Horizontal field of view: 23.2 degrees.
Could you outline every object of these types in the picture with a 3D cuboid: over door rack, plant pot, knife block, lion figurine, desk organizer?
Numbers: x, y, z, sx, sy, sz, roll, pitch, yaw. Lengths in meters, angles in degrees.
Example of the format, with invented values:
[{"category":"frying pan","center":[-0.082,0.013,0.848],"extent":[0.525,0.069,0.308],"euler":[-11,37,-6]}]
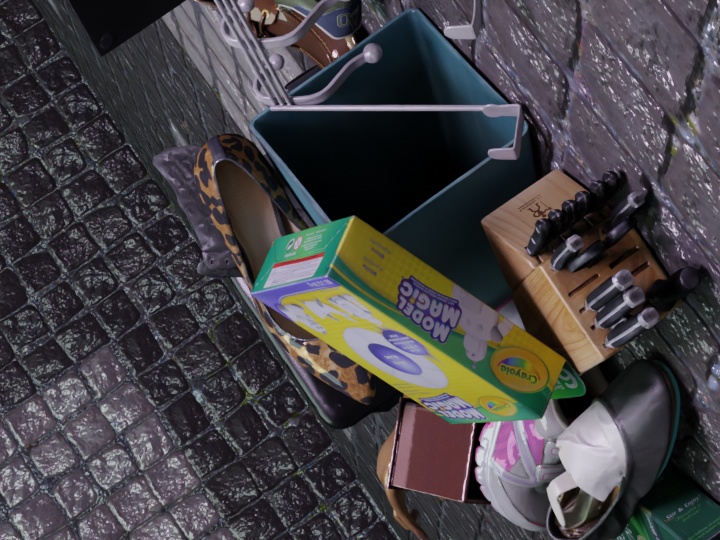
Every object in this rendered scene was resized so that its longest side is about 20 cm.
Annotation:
[{"category":"over door rack","center":[0.005,-0.147,1.089],"extent":[0.198,0.067,0.148],"euler":[14,158,24]},{"category":"plant pot","center":[0.040,-0.042,1.222],"extent":[0.142,0.141,0.201],"euler":[50,171,35]},{"category":"knife block","center":[0.153,0.024,1.069],"extent":[0.176,0.064,0.201],"euler":[47,166,50]},{"category":"lion figurine","center":[0.050,0.121,1.426],"extent":[0.122,0.072,0.202],"euler":[42,-130,-51]},{"category":"desk organizer","center":[0.116,0.150,1.407],"extent":[0.076,0.073,0.199],"euler":[8,178,41]}]

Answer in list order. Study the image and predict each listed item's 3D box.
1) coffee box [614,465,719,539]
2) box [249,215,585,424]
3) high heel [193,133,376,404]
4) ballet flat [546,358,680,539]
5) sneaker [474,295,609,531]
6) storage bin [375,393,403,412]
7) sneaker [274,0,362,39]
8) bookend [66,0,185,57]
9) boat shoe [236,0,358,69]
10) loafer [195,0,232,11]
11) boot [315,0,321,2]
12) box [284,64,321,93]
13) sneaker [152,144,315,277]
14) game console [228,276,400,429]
[{"category":"coffee box","center":[0.229,0.196,1.312],"extent":[0.124,0.044,0.200],"euler":[63,169,-28]},{"category":"box","center":[0.039,0.042,1.109],"extent":[0.199,0.049,0.117],"euler":[31,161,-21]},{"category":"high heel","center":[-0.051,0.002,1.199],"extent":[0.201,0.071,0.143],"euler":[59,-178,10]},{"category":"ballet flat","center":[0.168,0.137,1.210],"extent":[0.201,0.068,0.068],"euler":[97,150,-52]},{"category":"sneaker","center":[0.140,0.116,1.289],"extent":[0.088,0.081,0.202],"euler":[24,133,37]},{"category":"storage bin","center":[-0.001,0.056,1.680],"extent":[0.136,0.093,0.200],"euler":[55,-167,13]},{"category":"sneaker","center":[-0.060,-0.233,1.300],"extent":[0.200,0.067,0.090],"euler":[42,157,48]},{"category":"bookend","center":[-0.158,-0.283,1.243],"extent":[0.200,0.198,0.092],"euler":[49,170,43]},{"category":"boat shoe","center":[-0.063,-0.209,1.405],"extent":[0.200,0.067,0.072],"euler":[51,169,34]},{"category":"loafer","center":[-0.134,-0.270,1.580],"extent":[0.072,0.063,0.200],"euler":[57,171,-5]},{"category":"boot","center":[-0.031,-0.272,1.102],"extent":[0.201,0.067,0.131],"euler":[84,161,-63]},{"category":"box","center":[-0.001,-0.078,1.578],"extent":[0.201,0.048,0.158],"euler":[57,170,3]},{"category":"sneaker","center":[-0.074,-0.013,1.308],"extent":[0.060,0.103,0.202],"euler":[21,-134,-80]},{"category":"game console","center":[0.000,0.000,1.386],"extent":[0.201,0.175,0.116],"euler":[55,-179,8]}]
